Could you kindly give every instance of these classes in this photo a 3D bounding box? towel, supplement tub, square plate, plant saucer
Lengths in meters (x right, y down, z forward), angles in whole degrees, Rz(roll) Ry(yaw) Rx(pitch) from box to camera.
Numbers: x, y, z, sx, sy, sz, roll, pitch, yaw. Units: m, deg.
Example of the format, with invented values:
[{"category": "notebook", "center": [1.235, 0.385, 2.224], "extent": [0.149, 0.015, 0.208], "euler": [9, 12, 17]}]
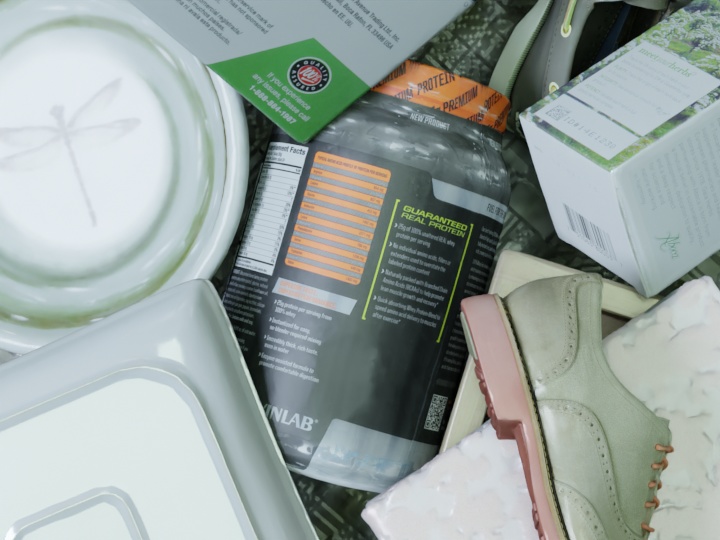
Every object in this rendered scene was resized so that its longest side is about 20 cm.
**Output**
[{"category": "towel", "center": [0.130, 0.133, 0.989], "extent": [0.200, 0.032, 0.191], "euler": [-34, 83, 1]}, {"category": "supplement tub", "center": [0.000, 0.000, 1.054], "extent": [0.122, 0.123, 0.200], "euler": [17, 88, -6]}, {"category": "square plate", "center": [-0.121, 0.131, 0.973], "extent": [0.200, 0.028, 0.198], "euler": [-23, 92, -5]}, {"category": "plant saucer", "center": [-0.144, -0.059, 1.058], "extent": [0.200, 0.050, 0.200], "euler": [2, 96, 15]}]

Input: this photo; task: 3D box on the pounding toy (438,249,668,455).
[{"category": "pounding toy", "center": [0.139, 0.110, 1.077], "extent": [0.200, 0.142, 0.184], "euler": [17, 88, 5]}]

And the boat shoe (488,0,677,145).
[{"category": "boat shoe", "center": [0.126, -0.140, 1.051], "extent": [0.072, 0.060, 0.202], "euler": [-5, 131, -38]}]

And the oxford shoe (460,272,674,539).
[{"category": "oxford shoe", "center": [0.107, 0.096, 0.944], "extent": [0.074, 0.071, 0.200], "euler": [-19, 84, -1]}]

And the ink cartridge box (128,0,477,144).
[{"category": "ink cartridge box", "center": [-0.003, -0.174, 0.960], "extent": [0.200, 0.083, 0.147], "euler": [-38, 133, 14]}]

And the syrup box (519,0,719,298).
[{"category": "syrup box", "center": [0.183, -0.082, 1.031], "extent": [0.200, 0.079, 0.081], "euler": [-33, 127, -14]}]
